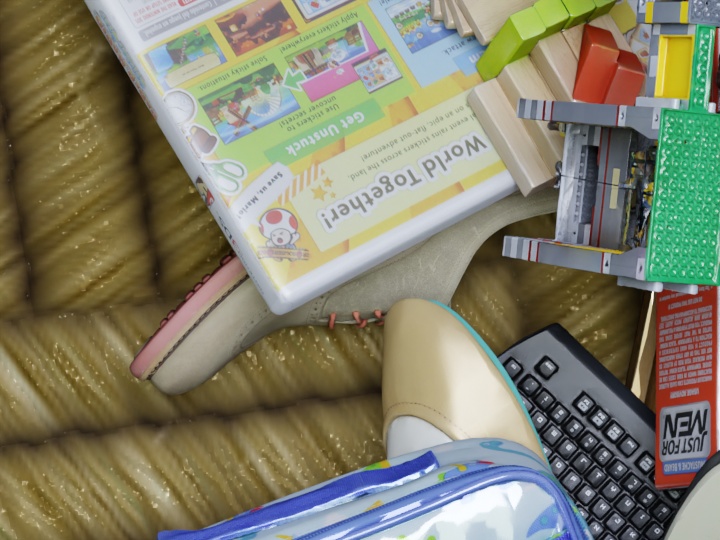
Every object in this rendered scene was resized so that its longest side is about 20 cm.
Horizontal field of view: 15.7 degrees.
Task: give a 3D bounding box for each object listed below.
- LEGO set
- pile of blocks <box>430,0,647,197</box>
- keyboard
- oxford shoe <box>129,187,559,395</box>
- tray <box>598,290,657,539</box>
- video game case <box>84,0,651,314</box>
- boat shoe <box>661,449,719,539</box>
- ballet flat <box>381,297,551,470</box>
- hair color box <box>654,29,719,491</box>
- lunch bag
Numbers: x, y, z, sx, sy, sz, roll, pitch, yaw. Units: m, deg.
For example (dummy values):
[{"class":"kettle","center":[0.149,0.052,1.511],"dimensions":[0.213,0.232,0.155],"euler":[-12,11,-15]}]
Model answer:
[{"class":"LEGO set","center":[0.127,-0.069,0.930],"dimensions":[0.153,0.116,0.201],"euler":[-5,98,-26]},{"class":"pile of blocks","center":[0.072,-0.133,1.003],"dimensions":[0.082,0.062,0.201],"euler":[-1,70,-15]},{"class":"keyboard","center":[0.127,0.101,1.035],"dimensions":[0.200,0.040,0.104],"euler":[43,92,-2]},{"class":"oxford shoe","center":[0.000,0.000,1.053],"dimensions":[0.200,0.070,0.075],"euler":[-34,94,1]},{"class":"tray","center":[0.155,0.066,1.071],"dimensions":[0.098,0.037,0.201],"euler":[12,91,0]},{"class":"video game case","center":[0.004,-0.104,1.020],"dimensions":[0.199,0.023,0.182],"euler":[-28,80,-22]},{"class":"boat shoe","center":[0.142,0.139,0.976],"dimensions":[0.073,0.063,0.202],"euler":[0,125,7]},{"class":"ballet flat","center":[0.051,0.108,1.009],"dimensions":[0.063,0.069,0.201],"euler":[-35,102,-35]},{"class":"hair color box","center":[0.175,-0.015,1.005],"dimensions":[0.110,0.064,0.201],"euler":[3,84,-17]},{"class":"lunch bag","center":[0.000,0.156,0.950],"dimensions":[0.199,0.082,0.161],"euler":[-19,101,-3]}]
